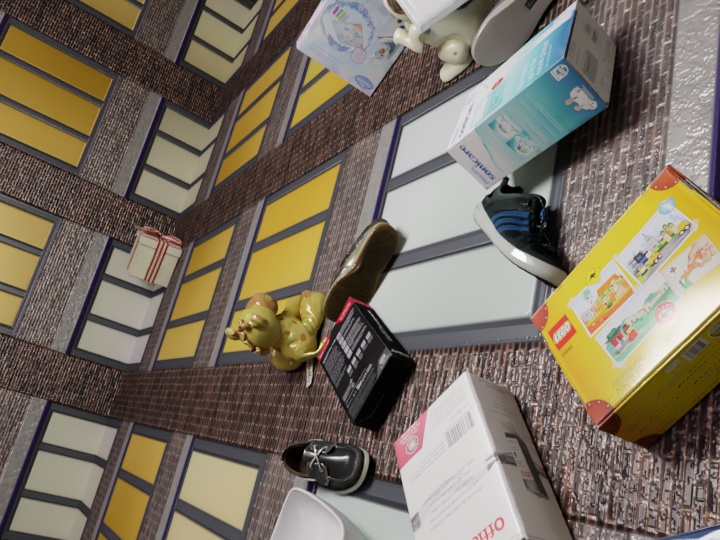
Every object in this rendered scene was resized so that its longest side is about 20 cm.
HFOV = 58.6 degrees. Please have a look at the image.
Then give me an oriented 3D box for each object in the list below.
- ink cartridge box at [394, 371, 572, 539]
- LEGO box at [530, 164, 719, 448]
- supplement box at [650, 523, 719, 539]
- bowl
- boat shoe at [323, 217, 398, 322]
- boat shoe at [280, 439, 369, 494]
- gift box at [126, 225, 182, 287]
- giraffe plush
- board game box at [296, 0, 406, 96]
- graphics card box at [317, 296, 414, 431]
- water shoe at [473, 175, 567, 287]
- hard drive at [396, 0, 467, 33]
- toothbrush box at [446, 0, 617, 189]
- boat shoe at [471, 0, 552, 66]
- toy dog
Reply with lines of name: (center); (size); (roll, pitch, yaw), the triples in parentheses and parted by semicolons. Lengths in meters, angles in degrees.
ink cartridge box: (0.123, 0.239, 0.687); (0.146, 0.084, 0.202); (-51, 29, 28)
LEGO box: (0.270, 0.033, 0.585); (0.201, 0.076, 0.150); (-54, 30, 24)
supplement box: (0.235, 0.261, 0.339); (0.134, 0.197, 0.204); (-38, 38, 42)
bowl: (-0.063, 0.427, 0.890); (0.198, 0.074, 0.204); (0, 69, 61)
boat shoe: (0.000, 0.000, 1.120); (0.202, 0.072, 0.065); (-54, 18, 16)
boat shoe: (-0.057, 0.298, 0.988); (0.198, 0.067, 0.073); (-17, 53, 55)
gift box: (-0.820, -0.070, 2.529); (0.199, 0.182, 0.190); (33, 100, 56)
giraffe plush: (-0.166, 0.112, 1.220); (0.174, 0.160, 0.202); (-52, 30, 25)
board game box: (-0.003, -0.507, 1.362); (0.200, 0.197, 0.044); (-49, 29, 28)
graphics card box: (0.002, 0.142, 1.016); (0.127, 0.050, 0.200); (-61, 27, 10)
water shoe: (0.201, -0.056, 0.787); (0.080, 0.071, 0.201); (-55, 30, 16)
hard drive: (0.139, -0.472, 0.978); (0.198, 0.026, 0.133); (-34, 74, 4)
toothbrush box: (0.218, -0.221, 0.827); (0.199, 0.085, 0.148); (-35, 23, 47)
boat shoe: (0.242, -0.414, 1.000); (0.200, 0.074, 0.093); (-47, 26, 20)
toy dog: (0.124, -0.440, 1.080); (0.193, 0.197, 0.143); (1, 70, 61)
